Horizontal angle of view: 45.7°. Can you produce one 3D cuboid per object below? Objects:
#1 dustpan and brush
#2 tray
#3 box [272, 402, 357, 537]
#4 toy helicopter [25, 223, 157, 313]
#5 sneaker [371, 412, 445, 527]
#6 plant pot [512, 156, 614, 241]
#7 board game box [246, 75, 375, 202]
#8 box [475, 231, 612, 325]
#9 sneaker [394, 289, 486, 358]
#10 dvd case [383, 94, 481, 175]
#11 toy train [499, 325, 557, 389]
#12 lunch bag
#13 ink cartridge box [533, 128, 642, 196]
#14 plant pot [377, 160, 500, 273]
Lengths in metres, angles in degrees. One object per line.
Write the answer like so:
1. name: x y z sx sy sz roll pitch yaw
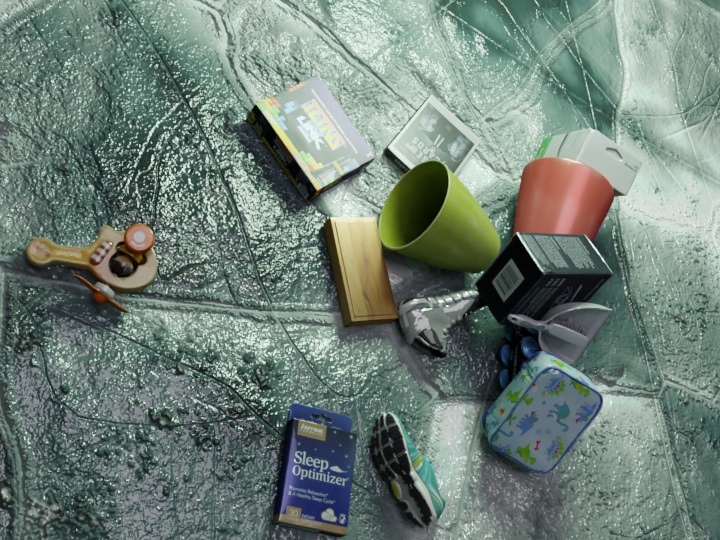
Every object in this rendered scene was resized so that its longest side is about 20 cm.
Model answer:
1. dustpan and brush: 0.355 0.105 1.573 0.199 0.140 0.057 21 30 -12
2. tray: 0.000 0.000 1.570 0.098 0.037 0.202 -2 70 -29
3. box: -0.070 0.320 1.391 0.120 0.032 0.202 18 60 -21
4. toy helicopter: -0.419 -0.008 1.334 0.198 0.079 0.134 7 74 -14
5. sneaker: 0.082 0.336 1.456 0.079 0.077 0.201 -18 82 -53
6. plant pot: 0.402 -0.104 1.757 0.199 0.200 0.178 29 68 -14
7. board game box: -0.091 -0.252 1.620 0.165 0.057 0.201 -35 87 -34
8. box: 0.343 0.016 1.598 0.199 0.148 0.105 1 49 -38
9. sneaker: 0.161 0.104 1.598 0.198 0.075 0.117 -7 78 -22
10. dvd case: 0.152 -0.259 1.777 0.150 0.025 0.200 41 55 -6
11. toy train: 0.333 0.171 1.651 0.114 0.086 0.201 28 55 -26
12. lunch bag: 0.331 0.260 1.546 0.160 0.201 0.083 29 15 -15
13. ink cartridge box: 0.478 -0.224 1.825 0.145 0.200 0.085 29 85 -14
14. plant pot: 0.167 -0.078 1.629 0.199 0.186 0.188 31 55 -32
